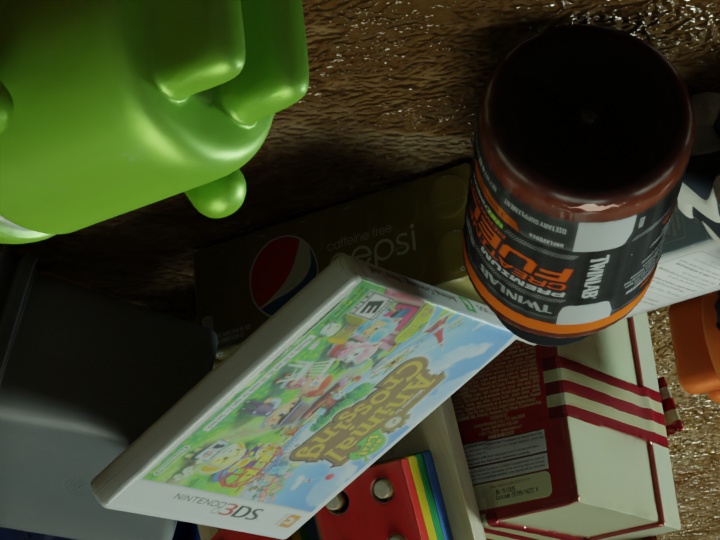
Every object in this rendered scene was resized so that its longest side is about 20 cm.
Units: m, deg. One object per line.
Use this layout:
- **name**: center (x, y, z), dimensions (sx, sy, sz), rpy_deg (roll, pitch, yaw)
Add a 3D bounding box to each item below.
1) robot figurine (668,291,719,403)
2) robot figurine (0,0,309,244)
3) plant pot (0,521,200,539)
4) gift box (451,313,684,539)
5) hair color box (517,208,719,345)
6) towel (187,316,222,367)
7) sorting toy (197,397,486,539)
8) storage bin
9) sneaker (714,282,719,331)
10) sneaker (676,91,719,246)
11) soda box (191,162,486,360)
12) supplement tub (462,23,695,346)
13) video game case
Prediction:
- **robot figurine**: center (0.301, 0.029, 1.529), dimensions (0.200, 0.117, 0.144), rpy_deg (-18, 120, 32)
- **robot figurine**: center (-0.117, -0.080, 1.001), dimensions (0.200, 0.116, 0.175), rpy_deg (-18, 162, 32)
- **plant pot**: center (-0.212, 0.184, 1.698), dimensions (0.180, 0.200, 0.200), rpy_deg (-2, 164, 8)
- **gift box**: center (0.105, 0.124, 1.625), dimensions (0.184, 0.200, 0.187), rpy_deg (-11, 165, 29)
- **hair color box**: center (0.158, -0.014, 1.422), dimensions (0.200, 0.061, 0.099), rpy_deg (-19, 159, 32)
- **towel**: center (-0.048, 0.038, 1.495), dimensions (0.200, 0.018, 0.086), rpy_deg (-15, -159, 22)
- **sorting toy**: center (-0.037, 0.127, 1.541), dimensions (0.199, 0.200, 0.070), rpy_deg (-16, 175, 26)
- **storage bin**: center (-0.161, 0.082, 1.411), dimensions (0.134, 0.146, 0.200), rpy_deg (14, 148, -3)
- **sneaker**: center (0.284, -0.023, 1.327), dimensions (0.090, 0.070, 0.200), rpy_deg (1, 131, -48)
- **sneaker**: center (0.235, -0.023, 1.213), dimensions (0.130, 0.080, 0.199), rpy_deg (37, 171, -21)
- **soda box**: center (0.000, 0.000, 1.388), dimensions (0.200, 0.068, 0.064), rpy_deg (-17, 160, 30)
- **supplement tub**: center (0.107, -0.033, 1.218), dimensions (0.107, 0.107, 0.200), rpy_deg (-6, 153, -4)
- **video game case**: center (-0.027, 0.077, 1.335), dimensions (0.200, 0.022, 0.182), rpy_deg (-42, 150, 18)
